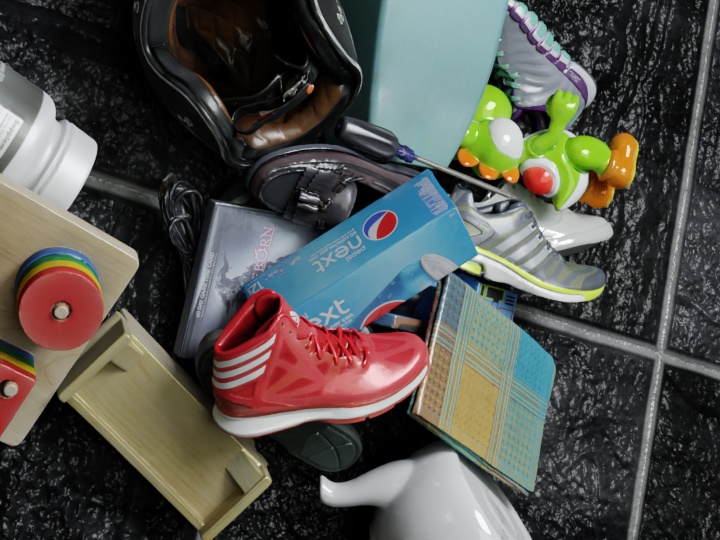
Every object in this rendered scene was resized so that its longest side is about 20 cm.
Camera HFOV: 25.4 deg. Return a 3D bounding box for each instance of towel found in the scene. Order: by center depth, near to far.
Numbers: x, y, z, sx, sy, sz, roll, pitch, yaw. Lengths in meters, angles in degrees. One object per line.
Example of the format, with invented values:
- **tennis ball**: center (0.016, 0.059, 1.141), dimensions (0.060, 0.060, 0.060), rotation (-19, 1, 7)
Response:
- **towel**: center (0.116, 0.107, 1.494), dimensions (0.200, 0.022, 0.148), rotation (37, 58, -43)

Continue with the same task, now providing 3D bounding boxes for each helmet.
- **helmet**: center (-0.105, -0.207, 1.393), dimensions (0.199, 0.200, 0.192), rotation (-25, 73, -29)

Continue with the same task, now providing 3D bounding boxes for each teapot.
- **teapot**: center (0.076, 0.270, 1.495), dimensions (0.145, 0.201, 0.197), rotation (-35, 151, 9)

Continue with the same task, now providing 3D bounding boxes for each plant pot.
- **plant pot**: center (0.041, -0.202, 1.515), dimensions (0.140, 0.141, 0.203), rotation (7, 94, -29)

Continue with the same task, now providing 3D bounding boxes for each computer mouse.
- **computer mouse**: center (-0.093, -0.056, 1.469), dimensions (0.199, 0.053, 0.140), rotation (-27, 118, -23)

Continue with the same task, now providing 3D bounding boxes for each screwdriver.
- **screwdriver**: center (0.060, -0.096, 1.468), dimensions (0.199, 0.029, 0.028), rotation (23, 46, -30)

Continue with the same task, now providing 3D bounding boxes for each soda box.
- **soda box**: center (0.000, 0.000, 1.416), dimensions (0.199, 0.064, 0.068), rotation (-32, 134, -1)

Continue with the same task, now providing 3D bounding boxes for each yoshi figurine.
- **yoshi figurine**: center (0.169, -0.133, 1.590), dimensions (0.198, 0.112, 0.114), rotation (13, 105, -17)

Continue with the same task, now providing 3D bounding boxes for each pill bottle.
- **pill bottle**: center (-0.322, -0.122, 1.305), dimensions (0.199, 0.114, 0.115), rotation (35, 70, -24)

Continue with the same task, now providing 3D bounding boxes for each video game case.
- **video game case**: center (-0.067, 0.019, 1.468), dimensions (0.198, 0.019, 0.145), rotation (8, 101, -35)

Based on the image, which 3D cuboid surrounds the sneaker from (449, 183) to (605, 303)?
- **sneaker**: center (0.156, -0.023, 1.533), dimensions (0.198, 0.074, 0.082), rotation (17, 95, -26)

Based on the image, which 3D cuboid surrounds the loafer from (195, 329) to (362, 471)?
- **loafer**: center (-0.078, 0.111, 1.456), dimensions (0.072, 0.063, 0.200), rotation (-37, 123, 18)

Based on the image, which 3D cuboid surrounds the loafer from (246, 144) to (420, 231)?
- **loafer**: center (-0.007, -0.065, 1.439), dimensions (0.198, 0.072, 0.063), rotation (6, 39, -36)

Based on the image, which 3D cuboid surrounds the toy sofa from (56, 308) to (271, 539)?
- **toy sofa**: center (-0.174, 0.134, 1.403), dimensions (0.083, 0.098, 0.200), rotation (-42, 109, 0)

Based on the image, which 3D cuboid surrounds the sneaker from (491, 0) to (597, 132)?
- **sneaker**: center (0.155, -0.207, 1.619), dimensions (0.199, 0.074, 0.088), rotation (37, 74, -24)

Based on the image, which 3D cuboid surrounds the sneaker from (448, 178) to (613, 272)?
- **sneaker**: center (0.169, -0.054, 1.620), dimensions (0.198, 0.075, 0.090), rotation (-6, 78, -29)

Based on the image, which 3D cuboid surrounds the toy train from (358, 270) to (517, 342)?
- **toy train**: center (0.065, 0.052, 1.517), dimensions (0.199, 0.086, 0.116), rotation (13, 87, -48)

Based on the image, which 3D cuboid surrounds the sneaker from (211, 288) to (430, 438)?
- **sneaker**: center (-0.032, 0.068, 1.357), dimensions (0.198, 0.078, 0.116), rotation (-18, 131, -19)

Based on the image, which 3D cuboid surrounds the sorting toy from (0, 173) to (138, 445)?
- **sorting toy**: center (-0.308, 0.032, 1.274), dimensions (0.199, 0.070, 0.200), rotation (30, 103, -25)
